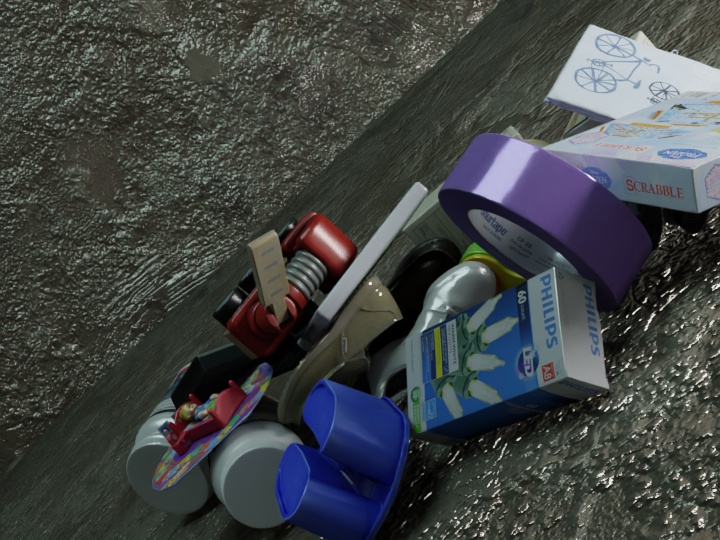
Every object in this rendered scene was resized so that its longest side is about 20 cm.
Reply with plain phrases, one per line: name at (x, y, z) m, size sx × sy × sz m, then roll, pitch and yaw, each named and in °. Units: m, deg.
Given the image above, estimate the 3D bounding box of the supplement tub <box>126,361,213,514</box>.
supplement tub at (-0.236, 0.234, 1.457) m, size 0.140 × 0.140 × 0.200 m, roll -35°, pitch 15°, yaw 30°

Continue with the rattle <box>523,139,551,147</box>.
rattle at (0.221, -0.138, 1.247) m, size 0.199 × 0.143 × 0.131 m, roll -26°, pitch 47°, yaw 16°

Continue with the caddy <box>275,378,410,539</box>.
caddy at (-0.010, 0.191, 1.002) m, size 0.143 × 0.104 × 0.200 m, roll -66°, pitch 12°, yaw 1°

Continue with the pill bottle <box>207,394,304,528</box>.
pill bottle at (-0.123, 0.223, 1.210) m, size 0.116 × 0.117 × 0.200 m, roll -43°, pitch 14°, yaw -2°

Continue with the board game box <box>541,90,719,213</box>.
board game box at (0.300, -0.114, 0.919) m, size 0.198 × 0.042 × 0.200 m, roll -22°, pitch 19°, yaw -22°

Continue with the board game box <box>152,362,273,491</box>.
board game box at (-0.189, 0.173, 1.214) m, size 0.200 × 0.039 × 0.158 m, roll -44°, pitch 13°, yaw 2°

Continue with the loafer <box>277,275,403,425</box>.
loafer at (-0.023, 0.101, 1.169) m, size 0.201 × 0.068 × 0.076 m, roll -54°, pitch -4°, yaw 0°

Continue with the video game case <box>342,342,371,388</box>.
video game case at (-0.031, 0.105, 1.346) m, size 0.200 × 0.025 × 0.182 m, roll -147°, pitch 79°, yaw -76°

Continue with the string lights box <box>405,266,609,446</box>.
string lights box at (0.128, 0.084, 0.933) m, size 0.199 × 0.059 × 0.104 m, roll -31°, pitch 52°, yaw 45°

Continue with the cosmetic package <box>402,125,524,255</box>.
cosmetic package at (0.162, -0.089, 1.379) m, size 0.199 × 0.104 × 0.073 m, roll -39°, pitch 12°, yaw 12°

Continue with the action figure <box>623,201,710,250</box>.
action figure at (0.286, -0.091, 1.042) m, size 0.129 × 0.070 × 0.200 m, roll -7°, pitch 25°, yaw -4°

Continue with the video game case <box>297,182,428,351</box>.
video game case at (0.000, 0.000, 1.232) m, size 0.201 × 0.022 × 0.182 m, roll -53°, pitch -1°, yaw -18°

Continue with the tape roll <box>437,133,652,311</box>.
tape roll at (0.172, -0.043, 0.965) m, size 0.066 × 0.199 × 0.200 m, roll -56°, pitch 15°, yaw -8°

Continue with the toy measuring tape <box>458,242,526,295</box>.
toy measuring tape at (0.174, -0.016, 1.180) m, size 0.199 × 0.074 × 0.074 m, roll -31°, pitch 17°, yaw 43°

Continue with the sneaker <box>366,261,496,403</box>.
sneaker at (0.086, 0.081, 1.155) m, size 0.200 × 0.075 × 0.089 m, roll -50°, pitch 14°, yaw 15°

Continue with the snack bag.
snack bag at (0.322, -0.201, 1.137) m, size 0.189 × 0.198 × 0.022 m, roll -55°, pitch -18°, yaw -45°

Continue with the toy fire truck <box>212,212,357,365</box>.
toy fire truck at (-0.080, 0.001, 1.163) m, size 0.176 × 0.129 × 0.200 m, roll -52°, pitch 10°, yaw -21°

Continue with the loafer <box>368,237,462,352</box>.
loafer at (0.062, 0.043, 1.348) m, size 0.200 × 0.073 × 0.071 m, roll -49°, pitch 13°, yaw 19°

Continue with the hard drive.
hard drive at (-0.141, 0.120, 1.341) m, size 0.199 × 0.033 × 0.140 m, roll -20°, pitch -18°, yaw -33°

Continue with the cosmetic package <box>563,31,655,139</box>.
cosmetic package at (0.322, -0.192, 1.226) m, size 0.071 × 0.105 × 0.200 m, roll -33°, pitch 15°, yaw 42°
